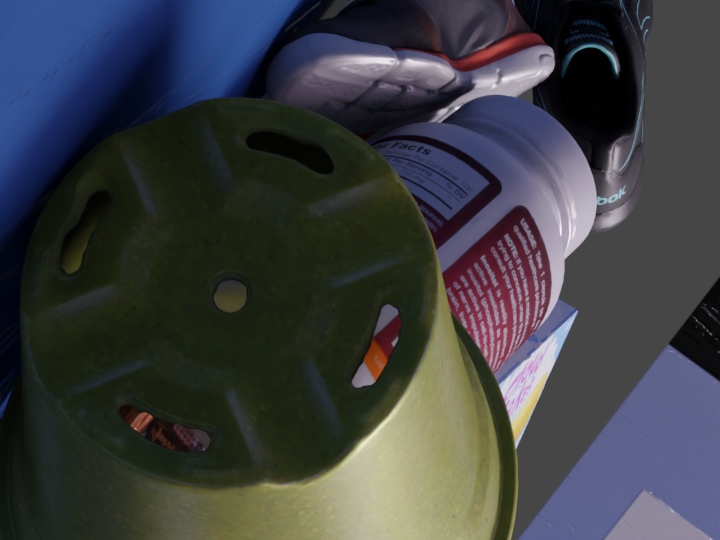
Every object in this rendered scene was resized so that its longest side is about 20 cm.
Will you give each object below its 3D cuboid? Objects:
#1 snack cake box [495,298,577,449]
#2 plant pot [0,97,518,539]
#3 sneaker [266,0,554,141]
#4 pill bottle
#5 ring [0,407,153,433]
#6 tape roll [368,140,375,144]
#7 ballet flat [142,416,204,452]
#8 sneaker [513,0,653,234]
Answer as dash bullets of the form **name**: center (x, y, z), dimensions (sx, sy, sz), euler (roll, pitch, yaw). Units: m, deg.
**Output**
- **snack cake box**: center (0.041, 0.078, 1.170), dimensions (0.116, 0.067, 0.200), euler (-67, 166, 22)
- **plant pot**: center (-0.039, 0.040, 0.750), dimensions (0.201, 0.200, 0.185), euler (-53, 166, -20)
- **sneaker**: center (0.013, -0.109, 1.009), dimensions (0.077, 0.082, 0.199), euler (-29, 170, 30)
- **pill bottle**: center (0.017, 0.008, 0.958), dimensions (0.200, 0.113, 0.113), euler (-41, 170, -39)
- **ring**: center (-0.124, 0.067, 0.947), dimensions (0.201, 0.019, 0.201), euler (-49, 171, -10)
- **tape roll**: center (0.000, 0.000, 1.140), dimensions (0.200, 0.066, 0.200), euler (-49, 172, -9)
- **ballet flat**: center (-0.116, 0.139, 1.067), dimensions (0.072, 0.072, 0.202), euler (97, 16, -85)
- **sneaker**: center (0.119, -0.122, 1.120), dimensions (0.079, 0.075, 0.202), euler (91, -4, -65)
